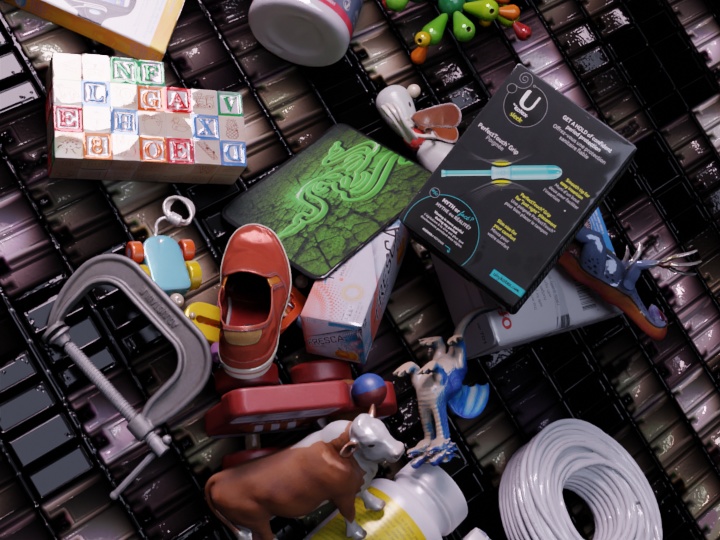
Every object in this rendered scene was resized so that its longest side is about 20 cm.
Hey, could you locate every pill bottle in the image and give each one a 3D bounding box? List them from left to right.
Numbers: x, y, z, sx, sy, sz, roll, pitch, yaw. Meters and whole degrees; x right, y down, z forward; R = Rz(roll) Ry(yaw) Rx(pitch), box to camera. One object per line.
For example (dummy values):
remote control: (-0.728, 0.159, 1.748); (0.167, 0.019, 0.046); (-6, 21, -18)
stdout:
pill bottle: (-0.045, -0.350, 1.223); (0.119, 0.120, 0.201); (24, 66, -15)
pill bottle: (0.013, 0.280, 1.061); (0.200, 0.111, 0.111); (-38, 91, -27)

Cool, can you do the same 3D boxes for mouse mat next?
mouse mat: (-0.033, -0.081, 1.158); (0.161, 0.008, 0.200); (32, 57, 30)

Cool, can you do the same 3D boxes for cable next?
cable: (0.246, 0.268, 1.170); (0.199, 0.069, 0.201); (29, 48, -14)

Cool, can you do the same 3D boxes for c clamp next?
c clamp: (-0.237, 0.092, 1.028); (0.171, 0.027, 0.200); (-39, 82, 4)

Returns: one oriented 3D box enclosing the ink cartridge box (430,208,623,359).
ink cartridge box: (0.199, 0.006, 1.238); (0.199, 0.086, 0.147); (-13, 80, -25)

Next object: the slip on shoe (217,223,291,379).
slip on shoe: (-0.106, 0.016, 1.033); (0.074, 0.061, 0.200); (0, 40, 0)

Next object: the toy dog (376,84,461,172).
toy dog: (0.111, -0.146, 1.233); (0.096, 0.132, 0.200); (-37, 101, 1)

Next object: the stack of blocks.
stack of blocks: (-0.226, -0.158, 1.119); (0.199, 0.059, 0.116); (1, 74, -23)

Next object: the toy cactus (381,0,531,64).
toy cactus: (0.107, -0.338, 1.314); (0.199, 0.102, 0.166); (-7, 58, -22)

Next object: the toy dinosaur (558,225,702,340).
toy dinosaur: (0.276, 0.005, 1.205); (0.199, 0.105, 0.182); (-19, 92, 6)

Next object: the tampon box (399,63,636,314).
tampon box: (0.162, -0.079, 1.100); (0.150, 0.126, 0.200); (38, 90, 10)

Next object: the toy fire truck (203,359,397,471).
toy fire truck: (-0.052, 0.138, 1.044); (0.199, 0.168, 0.113); (-1, 75, -23)

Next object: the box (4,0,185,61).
box: (-0.291, -0.316, 1.152); (0.199, 0.041, 0.120); (21, 67, -14)

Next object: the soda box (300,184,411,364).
soda box: (0.000, 0.000, 1.128); (0.068, 0.064, 0.201); (10, 50, 14)

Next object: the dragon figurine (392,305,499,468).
dragon figurine: (0.095, 0.121, 1.105); (0.200, 0.059, 0.100); (-46, 118, -47)

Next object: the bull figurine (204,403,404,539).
bull figurine: (-0.043, 0.201, 0.989); (0.065, 0.199, 0.122); (-82, 151, -62)

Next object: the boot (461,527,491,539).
boot: (0.079, 0.360, 1.060); (0.200, 0.073, 0.090); (-43, 81, -7)

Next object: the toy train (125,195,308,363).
toy train: (-0.152, 0.022, 1.105); (0.200, 0.056, 0.150); (39, 48, -3)
